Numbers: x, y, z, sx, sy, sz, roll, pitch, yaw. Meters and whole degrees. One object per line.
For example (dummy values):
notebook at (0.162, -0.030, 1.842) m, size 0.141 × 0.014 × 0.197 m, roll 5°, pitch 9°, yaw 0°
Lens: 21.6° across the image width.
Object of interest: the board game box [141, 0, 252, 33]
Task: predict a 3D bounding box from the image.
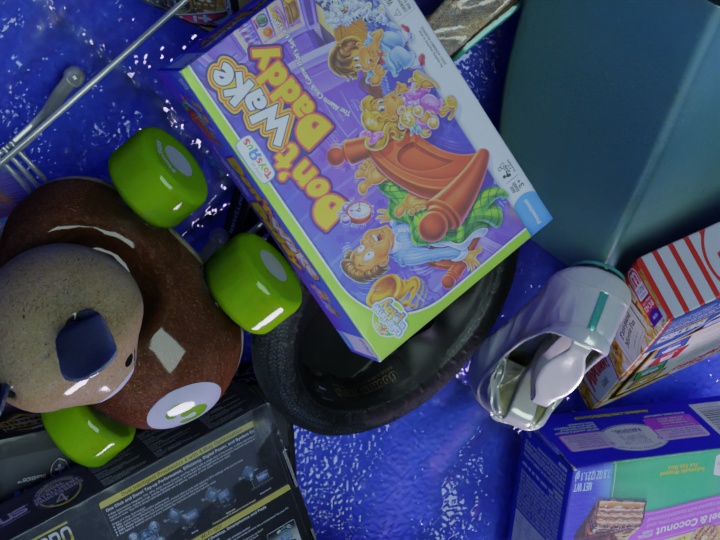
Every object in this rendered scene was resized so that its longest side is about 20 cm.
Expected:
board game box at (-0.079, -0.209, 1.109) m, size 0.200 × 0.035 × 0.136 m, roll 24°, pitch 95°, yaw -21°

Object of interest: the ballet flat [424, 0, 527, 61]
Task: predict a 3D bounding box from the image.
ballet flat at (0.031, -0.143, 1.174) m, size 0.200 × 0.068 × 0.067 m, roll -44°, pitch 97°, yaw -11°

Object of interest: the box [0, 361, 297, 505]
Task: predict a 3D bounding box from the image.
box at (-0.136, 0.172, 1.187) m, size 0.200 × 0.050 × 0.199 m, roll -10°, pitch 108°, yaw -25°

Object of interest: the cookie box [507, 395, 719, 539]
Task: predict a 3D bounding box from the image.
cookie box at (0.191, 0.197, 1.307) m, size 0.171 × 0.075 × 0.200 m, roll -5°, pitch 116°, yaw -21°

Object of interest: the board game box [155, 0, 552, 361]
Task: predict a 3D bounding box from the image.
board game box at (0.000, -0.069, 1.054) m, size 0.134 × 0.045 × 0.200 m, roll -39°, pitch 109°, yaw -14°

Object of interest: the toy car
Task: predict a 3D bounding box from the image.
toy car at (-0.144, 0.041, 0.999) m, size 0.164 × 0.200 × 0.158 m, roll -38°, pitch 101°, yaw 18°

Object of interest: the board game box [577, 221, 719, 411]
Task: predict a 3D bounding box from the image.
board game box at (0.227, 0.018, 1.224) m, size 0.151 × 0.200 × 0.046 m, roll -23°, pitch 74°, yaw -15°

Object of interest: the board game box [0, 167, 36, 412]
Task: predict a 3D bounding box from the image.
board game box at (-0.246, 0.033, 1.115) m, size 0.158 × 0.039 × 0.200 m, roll 36°, pitch 90°, yaw -26°

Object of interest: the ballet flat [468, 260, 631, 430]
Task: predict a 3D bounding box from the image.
ballet flat at (0.111, 0.063, 1.194) m, size 0.069 × 0.200 × 0.069 m, roll 8°, pitch 61°, yaw -15°

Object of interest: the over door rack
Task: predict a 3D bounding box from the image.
over door rack at (-0.105, -0.073, 1.109) m, size 0.200 × 0.067 × 0.148 m, roll -37°, pitch 111°, yaw 11°

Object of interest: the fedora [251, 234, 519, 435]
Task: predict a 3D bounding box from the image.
fedora at (0.000, 0.000, 1.167) m, size 0.201 × 0.092 × 0.201 m, roll -20°, pitch 125°, yaw -31°

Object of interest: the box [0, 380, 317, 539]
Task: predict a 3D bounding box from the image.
box at (-0.125, 0.183, 1.138) m, size 0.200 × 0.049 × 0.161 m, roll -28°, pitch 119°, yaw -19°

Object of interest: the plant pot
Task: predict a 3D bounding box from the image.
plant pot at (0.174, -0.103, 1.178) m, size 0.141 × 0.141 × 0.200 m, roll -6°, pitch 125°, yaw -45°

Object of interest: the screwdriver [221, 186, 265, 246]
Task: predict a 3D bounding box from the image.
screwdriver at (-0.049, -0.096, 1.167) m, size 0.028 × 0.029 × 0.200 m, roll 15°, pitch 100°, yaw -25°
